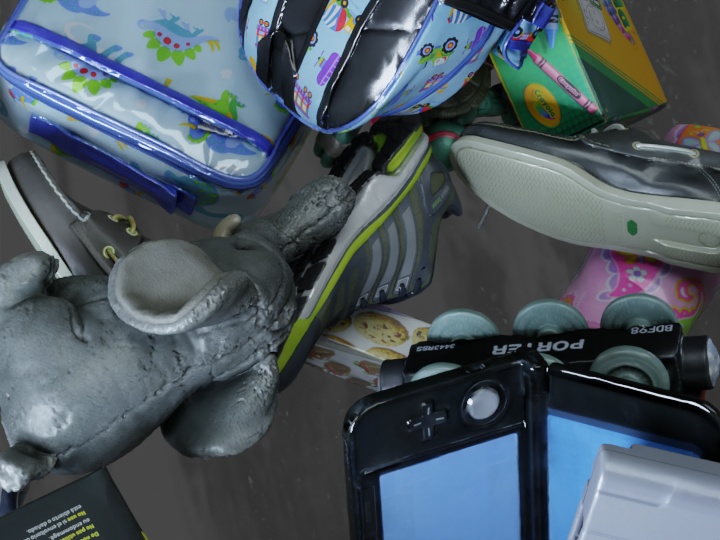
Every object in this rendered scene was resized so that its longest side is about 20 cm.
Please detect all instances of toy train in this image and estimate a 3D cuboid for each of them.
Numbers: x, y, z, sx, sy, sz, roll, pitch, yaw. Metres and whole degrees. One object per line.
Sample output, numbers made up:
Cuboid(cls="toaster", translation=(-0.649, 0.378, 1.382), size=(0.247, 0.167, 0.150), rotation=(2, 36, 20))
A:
Cuboid(cls="toy train", translation=(0.112, 0.081, 1.362), size=(0.200, 0.114, 0.085), rotation=(-5, 30, 16))

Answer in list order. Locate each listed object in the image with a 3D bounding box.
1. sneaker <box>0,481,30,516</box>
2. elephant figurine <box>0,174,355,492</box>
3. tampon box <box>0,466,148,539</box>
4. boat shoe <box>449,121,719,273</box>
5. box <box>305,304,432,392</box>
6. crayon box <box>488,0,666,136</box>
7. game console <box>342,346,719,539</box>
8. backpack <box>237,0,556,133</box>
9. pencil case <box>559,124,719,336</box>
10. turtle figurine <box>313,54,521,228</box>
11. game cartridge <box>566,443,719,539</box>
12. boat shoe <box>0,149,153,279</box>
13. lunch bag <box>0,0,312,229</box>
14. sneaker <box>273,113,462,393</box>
Cuboid(cls="sneaker", translation=(-0.255, 0.168, 1.281), size=(0.108, 0.070, 0.200), rotation=(25, 54, 4))
Cuboid(cls="elephant figurine", translation=(-0.097, 0.030, 1.283), size=(0.200, 0.142, 0.155), rotation=(-15, 77, 8))
Cuboid(cls="tampon box", translation=(-0.143, 0.236, 1.220), size=(0.126, 0.150, 0.200), rotation=(-25, 68, -24))
Cuboid(cls="boat shoe", translation=(0.154, -0.055, 1.434), size=(0.200, 0.072, 0.068), rotation=(14, 55, 11))
Cuboid(cls="box", translation=(0.044, 0.060, 1.437), size=(0.200, 0.039, 0.041), rotation=(22, 57, 0))
Cuboid(cls="crayon box", translation=(0.117, -0.180, 1.521), size=(0.119, 0.058, 0.200), rotation=(-19, 85, -62))
Cuboid(cls="game console", translation=(0.095, 0.156, 1.281), size=(0.176, 0.200, 0.116), rotation=(-15, 30, -21))
Cuboid(cls="backpack", translation=(0.025, -0.178, 1.402), size=(0.134, 0.200, 0.183), rotation=(11, 24, -44))
Cuboid(cls="pencil case", translation=(0.189, -0.002, 1.487), size=(0.087, 0.087, 0.200), rotation=(30, 58, 5))
Cuboid(cls="turtle figurine", translation=(0.051, -0.113, 1.514), size=(0.150, 0.101, 0.200), rotation=(8, 52, -10))
Cuboid(cls="game cartridge", translation=(0.166, 0.191, 1.264), size=(0.133, 0.200, 0.041), rotation=(11, 29, -5))
Cuboid(cls="boat shoe", translation=(-0.144, 0.005, 1.400), size=(0.061, 0.072, 0.201), rotation=(-36, 79, -3))
Cuboid(cls="lunch bag", translation=(-0.124, -0.125, 1.486), size=(0.200, 0.082, 0.161), rotation=(27, 60, 5))
Cuboid(cls="sneaker", translation=(0.000, 0.000, 1.396), size=(0.081, 0.074, 0.200), rotation=(46, 64, -23))
